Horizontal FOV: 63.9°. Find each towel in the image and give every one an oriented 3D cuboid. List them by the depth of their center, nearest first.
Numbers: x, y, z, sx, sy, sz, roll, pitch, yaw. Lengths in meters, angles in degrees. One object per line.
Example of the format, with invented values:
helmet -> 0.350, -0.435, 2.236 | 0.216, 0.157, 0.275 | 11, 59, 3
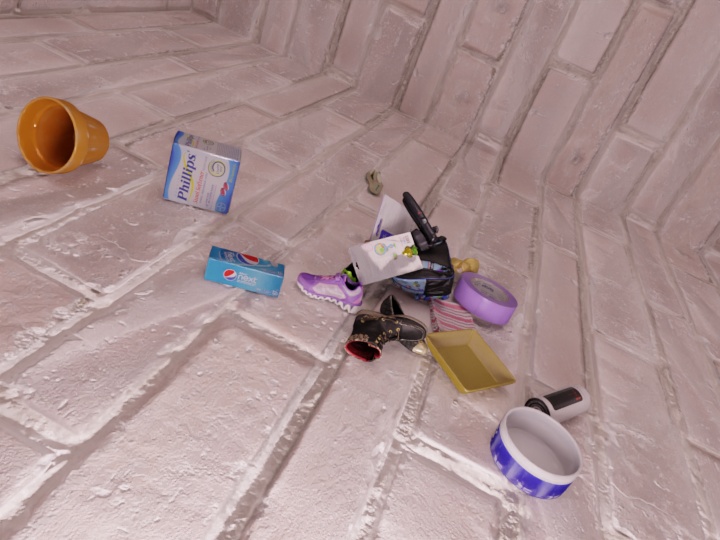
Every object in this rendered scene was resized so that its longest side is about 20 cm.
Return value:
towel -> 0.278, 0.145, 1.720 | 0.144, 0.030, 0.201 | 18, 30, -11

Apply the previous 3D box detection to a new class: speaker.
speaker -> 0.514, 0.352, 1.503 | 0.197, 0.082, 0.081 | -3, 38, -39

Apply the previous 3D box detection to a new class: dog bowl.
dog bowl -> 0.401, 0.414, 1.324 | 0.196, 0.080, 0.201 | 18, 30, -10

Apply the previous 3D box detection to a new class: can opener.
can opener -> 0.175, -0.155, 1.735 | 0.077, 0.064, 0.203 | -15, 66, -17

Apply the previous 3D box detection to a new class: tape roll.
tape roll -> 0.397, 0.086, 1.838 | 0.197, 0.066, 0.201 | 21, 23, -9

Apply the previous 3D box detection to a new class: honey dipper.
honey dipper -> 0.048, -0.134, 1.831 | 0.037, 0.203, 0.038 | 15, 30, -9

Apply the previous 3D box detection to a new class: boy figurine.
boy figurine -> 0.310, -0.009, 1.923 | 0.197, 0.066, 0.124 | -3, 9, -32

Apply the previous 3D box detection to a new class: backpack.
backpack -> 0.174, -0.002, 1.750 | 0.196, 0.136, 0.185 | -4, 46, -2

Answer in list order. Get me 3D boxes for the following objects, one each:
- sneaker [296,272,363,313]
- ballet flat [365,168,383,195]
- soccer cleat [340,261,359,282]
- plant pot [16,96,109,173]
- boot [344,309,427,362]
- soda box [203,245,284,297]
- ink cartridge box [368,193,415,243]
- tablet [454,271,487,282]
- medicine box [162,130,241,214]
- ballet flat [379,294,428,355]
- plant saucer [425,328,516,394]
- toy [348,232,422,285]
sneaker -> -0.076, 0.039, 1.582 | 0.197, 0.090, 0.081 | 21, 31, -2
ballet flat -> 0.063, -0.377, 2.373 | 0.068, 0.070, 0.201 | 14, 31, -15
soccer cleat -> 0.000, 0.000, 1.704 | 0.067, 0.082, 0.199 | 32, 31, 16
plant pot -> -0.824, -0.377, 1.640 | 0.198, 0.203, 0.183 | 28, 14, 9
boot -> 0.062, 0.170, 1.462 | 0.196, 0.074, 0.151 | 13, 29, 12
soda box -> -0.299, 0.003, 1.501 | 0.196, 0.069, 0.065 | 15, 30, -14
ink cartridge box -> 0.086, -0.115, 1.784 | 0.043, 0.202, 0.199 | 14, -6, 38
tablet -> 0.357, 0.016, 2.002 | 0.196, 0.014, 0.131 | 19, 30, -7
medicine box -> -0.474, -0.292, 1.735 | 0.196, 0.184, 0.104 | 12, 30, -18
ballet flat -> 0.117, 0.149, 1.568 | 0.066, 0.057, 0.201 | -6, 45, -42
plant saucer -> 0.283, 0.247, 1.532 | 0.197, 0.049, 0.201 | 0, 40, -37
toy -> 0.070, -0.030, 1.664 | 0.196, 0.047, 0.117 | -16, 75, -14
